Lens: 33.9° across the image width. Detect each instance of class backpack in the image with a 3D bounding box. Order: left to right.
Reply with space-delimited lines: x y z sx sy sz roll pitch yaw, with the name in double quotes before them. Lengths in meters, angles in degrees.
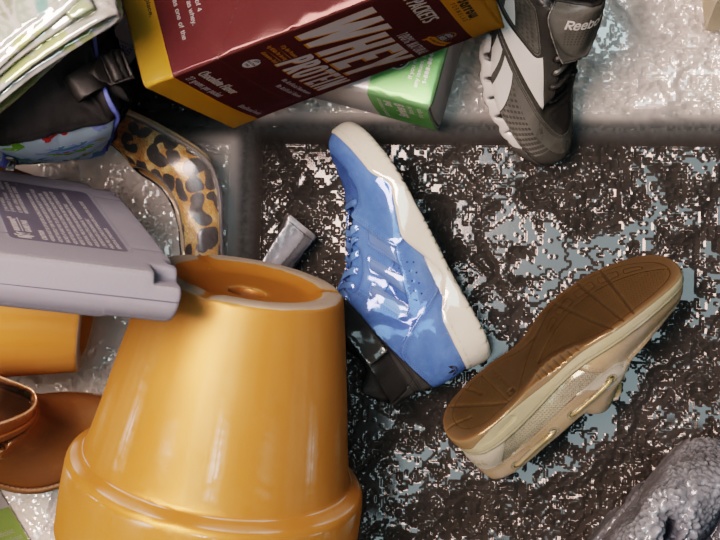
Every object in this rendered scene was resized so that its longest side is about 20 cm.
"backpack" -0.231 -0.154 0.760 0.146 0.200 0.184 -12 88 -12

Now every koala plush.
"koala plush" 0.240 0.232 0.767 0.200 0.177 0.184 41 84 11

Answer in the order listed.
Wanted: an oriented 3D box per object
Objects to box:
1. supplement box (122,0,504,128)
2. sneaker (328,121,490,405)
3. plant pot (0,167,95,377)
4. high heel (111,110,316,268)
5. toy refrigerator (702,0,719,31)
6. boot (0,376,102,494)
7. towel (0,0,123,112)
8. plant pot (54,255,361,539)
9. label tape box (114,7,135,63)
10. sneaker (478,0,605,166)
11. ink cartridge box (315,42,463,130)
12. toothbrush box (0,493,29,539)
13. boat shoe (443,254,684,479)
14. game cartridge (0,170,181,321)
"supplement box" -0.042 -0.223 0.740 0.199 0.133 0.198 -18 81 16
"sneaker" 0.000 0.000 0.852 0.111 0.077 0.200 -28 91 -3
"plant pot" -0.283 -0.002 0.849 0.182 0.200 0.201 9 90 -6
"high heel" -0.150 -0.024 0.876 0.200 0.071 0.143 35 87 -1
"toy refrigerator" 0.340 -0.218 0.814 0.199 0.070 0.076 -4 81 8
"boot" -0.237 0.105 0.815 0.199 0.155 0.074 -6 70 -30
"towel" -0.243 -0.168 0.638 0.171 0.048 0.200 -37 83 5
"plant pot" -0.089 0.094 0.777 0.199 0.200 0.184 12 102 9
"label tape box" -0.221 -0.230 0.901 0.143 0.066 0.200 36 98 8
"sneaker" 0.126 -0.159 0.800 0.066 0.090 0.201 -32 121 -31
"ink cartridge box" -0.022 -0.201 0.858 0.199 0.084 0.147 15 90 9
"toothbrush box" -0.306 0.271 0.886 0.145 0.086 0.200 -36 84 5
"boat shoe" 0.152 0.069 0.839 0.200 0.072 0.065 -41 119 1
"game cartridge" -0.195 -0.020 0.705 0.133 0.200 0.041 12 103 -26
